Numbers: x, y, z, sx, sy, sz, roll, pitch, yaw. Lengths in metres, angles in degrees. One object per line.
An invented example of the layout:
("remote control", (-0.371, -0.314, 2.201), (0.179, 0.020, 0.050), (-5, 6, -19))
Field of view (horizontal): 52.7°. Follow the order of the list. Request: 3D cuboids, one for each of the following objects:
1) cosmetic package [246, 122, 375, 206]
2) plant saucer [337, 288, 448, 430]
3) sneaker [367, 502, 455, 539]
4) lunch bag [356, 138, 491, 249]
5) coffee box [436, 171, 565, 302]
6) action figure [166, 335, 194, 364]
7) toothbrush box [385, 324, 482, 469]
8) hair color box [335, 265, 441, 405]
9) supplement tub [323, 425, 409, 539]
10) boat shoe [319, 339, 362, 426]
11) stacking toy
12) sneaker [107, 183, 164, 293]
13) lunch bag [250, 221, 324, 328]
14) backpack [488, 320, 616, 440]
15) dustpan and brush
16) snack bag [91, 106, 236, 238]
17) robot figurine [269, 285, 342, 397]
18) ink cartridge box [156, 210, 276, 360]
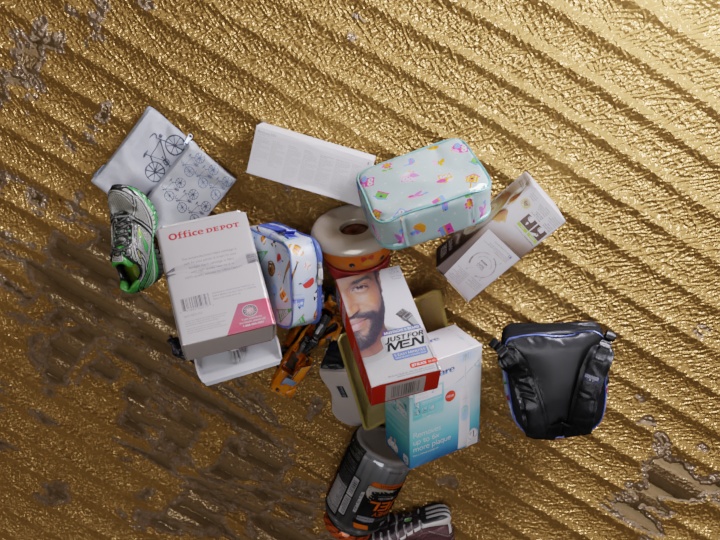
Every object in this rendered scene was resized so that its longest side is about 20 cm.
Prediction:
("cosmetic package", (-0.081, -0.177, 1.207), (0.199, 0.051, 0.083), (17, 111, 1))
("plant saucer", (0.061, 0.146, 1.251), (0.199, 0.048, 0.201), (-24, 117, -18))
("sneaker", (0.090, 0.530, 1.405), (0.199, 0.076, 0.116), (-16, 108, 11))
("lunch bag", (0.100, -0.123, 1.136), (0.199, 0.161, 0.077), (-18, 133, -5))
("coffee box", (0.221, -0.056, 1.175), (0.200, 0.114, 0.080), (-42, 99, 17))
("action figure", (-0.259, 0.068, 1.278), (0.102, 0.119, 0.201), (35, 72, -43))
("toothbrush box", (0.122, 0.211, 1.226), (0.146, 0.085, 0.201), (-14, 116, -25))
("hair color box", (0.039, 0.096, 1.126), (0.110, 0.200, 0.064), (-13, 143, -11))
("supplement tub", (0.010, 0.398, 1.346), (0.122, 0.123, 0.201), (22, 110, 0))
("boat shoe", (-0.019, 0.194, 1.314), (0.074, 0.093, 0.200), (1, 138, 13))
("stacking toy", (0.000, 0.000, 1.233), (0.145, 0.146, 0.201), (-3, 126, 8))
("sneaker", (-0.394, -0.053, 1.252), (0.078, 0.085, 0.201), (1, 116, 17))
("lunch bag", (-0.129, 0.001, 1.201), (0.075, 0.200, 0.161), (-9, 108, -33))
("backpack", (0.323, 0.181, 1.221), (0.199, 0.154, 0.191), (-2, 100, 14))
("dustpan and brush", (-0.218, 0.072, 1.195), (0.139, 0.057, 0.201), (-16, 63, -3))
("snack bag", (-0.344, -0.158, 1.262), (0.200, 0.021, 0.189), (42, 108, -7))
("robot figurine", (-0.089, 0.120, 1.265), (0.058, 0.145, 0.200), (30, 117, -14))
("ink cartridge box", (-0.227, 0.022, 1.147), (0.146, 0.083, 0.201), (-13, 69, -13))
